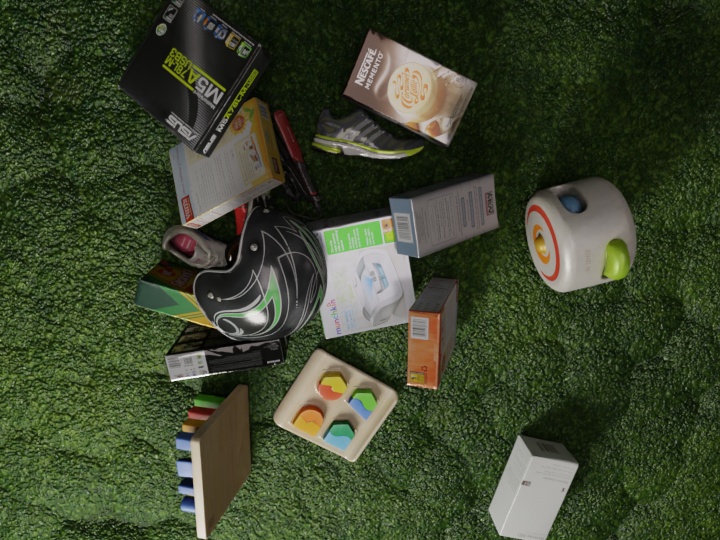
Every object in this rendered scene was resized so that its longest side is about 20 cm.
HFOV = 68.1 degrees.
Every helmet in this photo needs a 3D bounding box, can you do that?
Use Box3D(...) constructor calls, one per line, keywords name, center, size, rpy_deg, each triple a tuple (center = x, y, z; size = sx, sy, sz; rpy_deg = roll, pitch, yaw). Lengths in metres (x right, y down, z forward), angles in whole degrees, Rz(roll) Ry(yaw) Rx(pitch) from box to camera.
Box3D(name="helmet", center=(-0.144, 0.006, 0.845), size=(0.189, 0.200, 0.201), rpy_deg=(-26, 106, 21))

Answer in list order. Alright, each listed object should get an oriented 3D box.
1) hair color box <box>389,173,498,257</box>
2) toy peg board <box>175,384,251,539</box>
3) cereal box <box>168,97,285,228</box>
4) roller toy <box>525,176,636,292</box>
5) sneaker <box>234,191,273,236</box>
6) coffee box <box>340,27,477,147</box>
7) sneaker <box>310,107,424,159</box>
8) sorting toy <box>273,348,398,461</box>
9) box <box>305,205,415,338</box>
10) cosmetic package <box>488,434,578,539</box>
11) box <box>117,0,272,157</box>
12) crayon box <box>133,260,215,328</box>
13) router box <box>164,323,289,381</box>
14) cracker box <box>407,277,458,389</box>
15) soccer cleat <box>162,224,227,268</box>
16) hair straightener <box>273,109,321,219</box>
Box3D(name="hair color box", center=(0.148, -0.100, 0.922), size=(0.199, 0.060, 0.100), rpy_deg=(-20, 109, -32))
Box3D(name="toy peg board", center=(-0.293, 0.346, 1.005), size=(0.097, 0.199, 0.202), rpy_deg=(4, 106, 11))
Box3D(name="cereal box", center=(-0.223, -0.172, 0.873), size=(0.198, 0.039, 0.145), rpy_deg=(-21, 74, 26))
Box3D(name="roller toy", center=(0.372, -0.060, 0.935), size=(0.138, 0.200, 0.184), rpy_deg=(-14, 83, 0))
Box3D(name="sneaker", center=(-0.203, -0.130, 0.940), size=(0.084, 0.077, 0.202), rpy_deg=(10, 104, 25))
Box3D(name="coffee box", center=(0.078, -0.303, 0.900), size=(0.198, 0.080, 0.115), rpy_deg=(22, 103, -9))
Box3D(name="sneaker", center=(0.015, -0.236, 0.921), size=(0.198, 0.074, 0.082), rpy_deg=(5, 102, -7))
Box3D(name="sorting toy", center=(-0.050, 0.278, 1.075), size=(0.199, 0.037, 0.186), rpy_deg=(31, 101, -11))
Box3D(name="box", center=(0.000, 0.000, 0.972), size=(0.174, 0.097, 0.202), rpy_deg=(-10, 106, -3))
Box3D(name="cosmetic package", center=(0.362, 0.463, 1.129), size=(0.112, 0.081, 0.202), rpy_deg=(12, 103, -9))
Box3D(name="box", center=(-0.267, -0.318, 0.851), size=(0.200, 0.047, 0.194), rpy_deg=(40, 99, 15))
Box3D(name="crayon box", center=(-0.282, 0.047, 0.951), size=(0.198, 0.127, 0.051), rpy_deg=(18, 104, -9))
Box3D(name="router box", center=(-0.231, 0.131, 0.964), size=(0.198, 0.149, 0.052), rpy_deg=(-8, 106, -1))
Box3D(name="cracker box", center=(0.132, 0.104, 0.953), size=(0.057, 0.200, 0.136), rpy_deg=(5, 106, 18))
Box3D(name="soccer cleat", center=(-0.259, -0.019, 0.954), size=(0.198, 0.086, 0.070), rpy_deg=(22, 103, -10))
Box3D(name="hair straightener", center=(-0.127, -0.177, 0.952), size=(0.076, 0.041, 0.201), rpy_deg=(-16, 113, 28))
